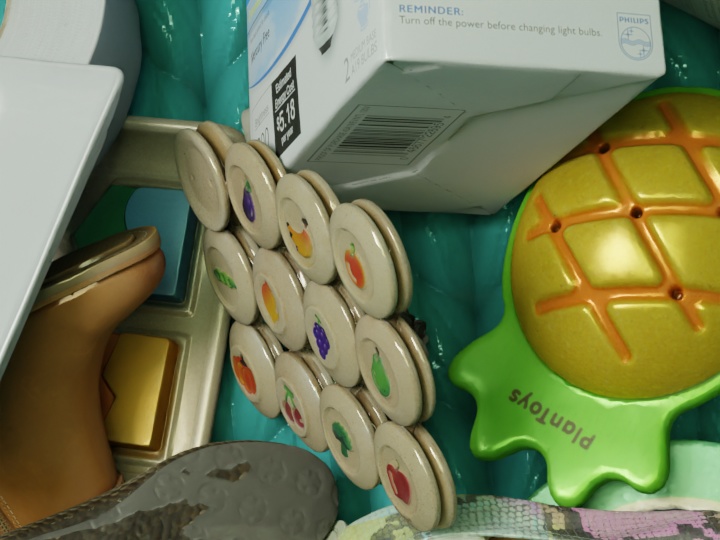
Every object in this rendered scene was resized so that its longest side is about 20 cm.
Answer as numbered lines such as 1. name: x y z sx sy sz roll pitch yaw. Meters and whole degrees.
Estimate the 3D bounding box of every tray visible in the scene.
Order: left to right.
1. tray: -0.170 0.000 1.021 0.107 0.022 0.201 9 73 44

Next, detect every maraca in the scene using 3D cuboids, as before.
1. maraca: 0.122 0.009 1.030 0.137 0.107 0.200 29 83 29

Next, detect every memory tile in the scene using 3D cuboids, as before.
1. memory tile: -0.023 0.021 1.015 0.017 0.200 0.154 -21 115 -22

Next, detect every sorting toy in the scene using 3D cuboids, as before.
1. sorting toy: -0.154 0.019 1.132 0.184 0.036 0.201 6 83 14

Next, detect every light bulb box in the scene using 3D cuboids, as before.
1. light bulb box: 0.032 -0.148 1.010 0.124 0.198 0.201 2 73 -18

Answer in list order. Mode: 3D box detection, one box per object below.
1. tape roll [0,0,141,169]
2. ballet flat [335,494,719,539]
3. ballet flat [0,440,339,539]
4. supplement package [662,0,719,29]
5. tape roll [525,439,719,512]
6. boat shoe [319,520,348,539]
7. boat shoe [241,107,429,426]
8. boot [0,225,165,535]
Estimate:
1. tape roll: -0.211 -0.114 1.133 0.199 0.066 0.201 -4 70 10
2. ballet flat: 0.078 0.136 0.988 0.199 0.071 0.069 0 115 12
3. ballet flat: -0.102 0.127 1.040 0.199 0.046 0.068 -20 84 -26
4. supplement package: 0.224 -0.148 1.033 0.200 0.110 0.114 29 89 16
5. tape roll: 0.144 0.177 1.032 0.200 0.048 0.201 -2 81 13
6. boat shoe: -0.030 0.216 1.058 0.066 0.074 0.200 27 76 -12
7. boat shoe: 0.000 0.000 1.084 0.057 0.067 0.201 -24 73 13
8. boot: -0.132 0.085 1.070 0.200 0.074 0.155 -36 97 17
